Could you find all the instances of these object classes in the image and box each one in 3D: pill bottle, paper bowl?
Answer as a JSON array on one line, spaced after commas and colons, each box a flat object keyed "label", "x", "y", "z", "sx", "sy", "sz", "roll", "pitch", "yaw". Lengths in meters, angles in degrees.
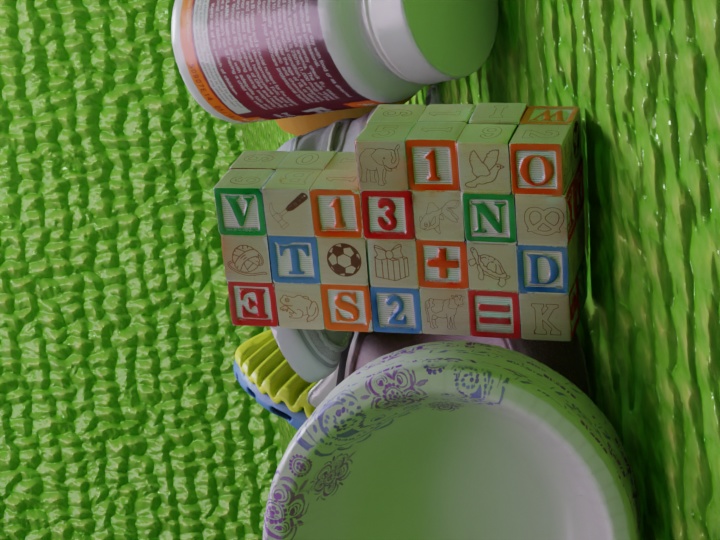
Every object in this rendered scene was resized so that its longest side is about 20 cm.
[{"label": "pill bottle", "x": -0.017, "y": -0.160, "z": 1.233, "sx": 0.199, "sy": 0.114, "sz": 0.115, "roll": -3, "pitch": 96, "yaw": 42}, {"label": "paper bowl", "x": 0.053, "y": 0.138, "z": 1.046, "sx": 0.104, "sy": 0.199, "sz": 0.203, "roll": -44, "pitch": -53, "yaw": -76}]

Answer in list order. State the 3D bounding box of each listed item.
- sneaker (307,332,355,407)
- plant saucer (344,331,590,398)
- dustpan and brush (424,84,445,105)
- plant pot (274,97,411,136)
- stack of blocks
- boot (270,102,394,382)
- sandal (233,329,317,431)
[{"label": "sneaker", "x": 0.000, "y": 0.000, "z": 1.270, "sx": 0.074, "sy": 0.088, "sz": 0.202, "roll": 59, "pitch": -145, "yaw": -75}, {"label": "plant saucer", "x": 0.052, "y": 0.079, "z": 1.151, "sx": 0.199, "sy": 0.034, "sz": 0.202, "roll": -2, "pitch": 87, "yaw": 48}, {"label": "dustpan and brush", "x": 0.067, "y": -0.023, "z": 1.206, "sx": 0.140, "sy": 0.057, "sz": 0.202, "roll": 137, "pitch": 138, "yaw": -57}, {"label": "plant pot", "x": -0.035, "y": -0.210, "z": 1.433, "sx": 0.200, "sy": 0.199, "sz": 0.184, "roll": -113, "pitch": 0, "yaw": -62}, {"label": "stack of blocks", "x": 0.023, "y": -0.029, "z": 1.065, "sx": 0.059, "sy": 0.198, "sz": 0.116, "roll": -57, "pitch": -35, "yaw": -60}, {"label": "boot", "x": -0.006, "y": -0.027, "z": 1.187, "sx": 0.074, "sy": 0.095, "sz": 0.201, "roll": 46, "pitch": -151, "yaw": -38}, {"label": "sandal", "x": -0.019, "y": 0.112, "z": 1.394, "sx": 0.200, "sy": 0.079, "sz": 0.088, "roll": 34, "pitch": 137, "yaw": 35}]
